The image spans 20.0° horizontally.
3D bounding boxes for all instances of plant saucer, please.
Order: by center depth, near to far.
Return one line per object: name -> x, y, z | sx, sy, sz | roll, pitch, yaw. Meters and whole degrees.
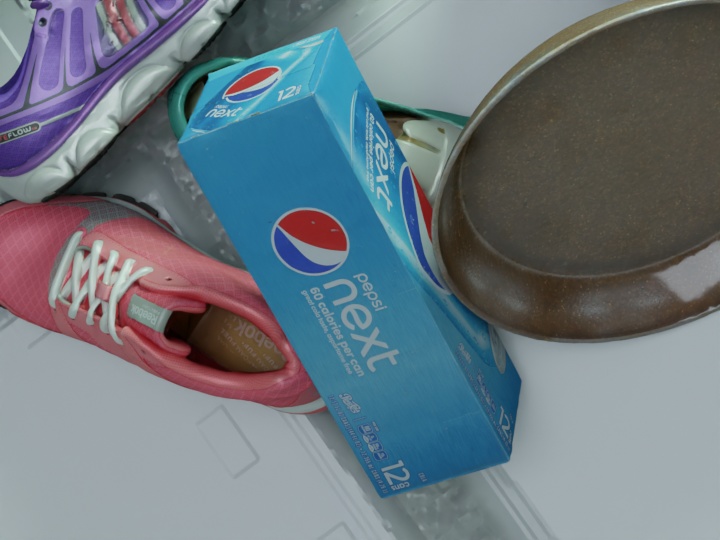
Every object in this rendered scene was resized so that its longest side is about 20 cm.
plant saucer -> 0.123, -0.048, 0.883 | 0.200, 0.200, 0.035 | -27, 49, 9

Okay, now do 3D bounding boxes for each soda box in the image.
soda box -> 0.000, 0.000, 0.897 | 0.068, 0.064, 0.200 | -18, 118, 21

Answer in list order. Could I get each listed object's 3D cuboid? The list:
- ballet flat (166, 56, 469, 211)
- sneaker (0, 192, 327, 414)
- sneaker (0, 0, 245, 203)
ballet flat -> 0.000, -0.051, 0.945 | 0.199, 0.070, 0.068 | 16, 92, 10
sneaker -> -0.098, 0.010, 0.954 | 0.200, 0.087, 0.074 | 19, 93, 10
sneaker -> -0.111, -0.122, 0.946 | 0.083, 0.081, 0.200 | 44, 90, -10
